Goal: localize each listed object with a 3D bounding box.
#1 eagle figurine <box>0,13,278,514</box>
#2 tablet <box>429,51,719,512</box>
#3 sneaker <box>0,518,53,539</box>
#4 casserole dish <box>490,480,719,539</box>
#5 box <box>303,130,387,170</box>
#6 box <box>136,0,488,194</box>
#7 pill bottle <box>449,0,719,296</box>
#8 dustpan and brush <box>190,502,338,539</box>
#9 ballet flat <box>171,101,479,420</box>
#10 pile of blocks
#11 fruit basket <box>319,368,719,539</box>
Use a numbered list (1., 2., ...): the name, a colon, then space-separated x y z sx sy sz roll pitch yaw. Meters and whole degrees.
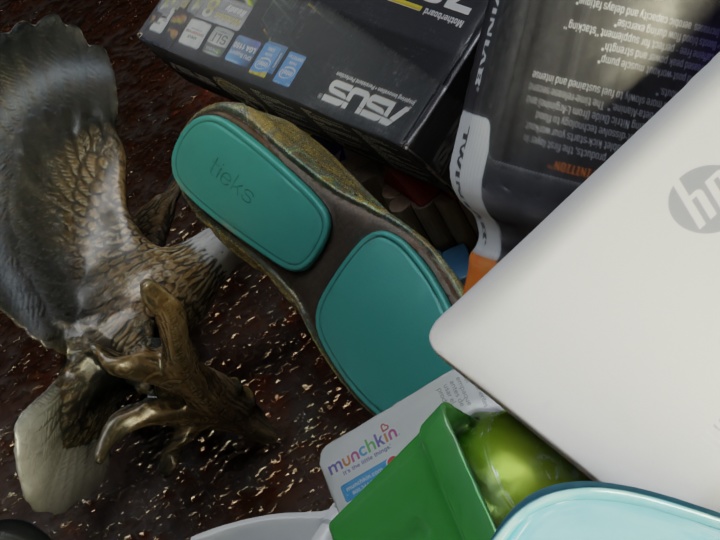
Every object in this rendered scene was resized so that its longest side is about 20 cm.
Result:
1. eagle figurine: -0.107 0.000 1.085 0.150 0.152 0.200 -6 40 -32
2. tablet: 0.132 -0.010 0.794 0.200 0.014 0.130 -42 56 -14
3. sneaker: -0.174 0.176 0.930 0.075 0.088 0.201 29 62 6
4. casserole dish: 0.107 0.129 0.717 0.039 0.199 0.122 -95 24 -73
5. box: 0.009 -0.102 1.175 0.070 0.065 0.200 -15 30 22
6. box: 0.011 -0.135 1.062 0.200 0.049 0.162 26 82 46
7. pill bottle: 0.095 -0.074 0.920 0.106 0.106 0.201 21 100 50
8. dustpan and brush: -0.023 0.118 0.927 0.139 0.058 0.199 11 26 44
9. ballet flat: 0.000 0.000 1.000 0.071 0.071 0.200 -39 62 -13
10. pile of blocks: 0.048 -0.018 1.026 0.199 0.062 0.082 -2 45 34
11. fruit basket: 0.100 0.093 0.803 0.199 0.094 0.186 -29 63 7
